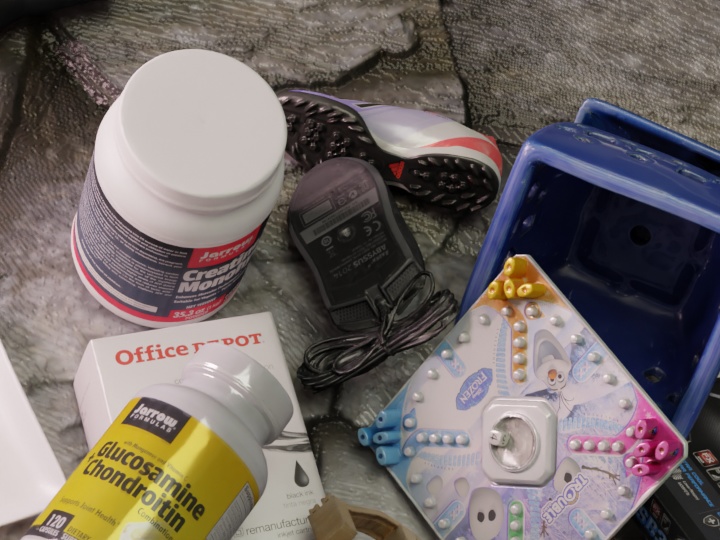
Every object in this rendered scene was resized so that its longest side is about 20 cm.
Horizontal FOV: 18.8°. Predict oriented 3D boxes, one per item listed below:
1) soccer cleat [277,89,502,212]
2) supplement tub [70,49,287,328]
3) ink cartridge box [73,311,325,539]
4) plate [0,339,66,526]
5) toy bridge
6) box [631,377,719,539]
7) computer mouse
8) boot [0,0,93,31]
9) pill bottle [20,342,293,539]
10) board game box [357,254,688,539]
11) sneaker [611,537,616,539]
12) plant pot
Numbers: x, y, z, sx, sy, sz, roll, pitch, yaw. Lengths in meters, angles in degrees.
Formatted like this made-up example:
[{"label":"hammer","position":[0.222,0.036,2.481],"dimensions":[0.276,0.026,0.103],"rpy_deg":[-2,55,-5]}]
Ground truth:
[{"label":"soccer cleat","position":[0.020,-0.107,1.782],"dimensions":[0.198,0.069,0.073],"rpy_deg":[17,35,-3]},{"label":"supplement tub","position":[-0.135,-0.058,1.619],"dimensions":[0.139,0.200,0.141],"rpy_deg":[7,61,-13]},{"label":"ink cartridge box","position":[-0.113,0.144,1.583],"dimensions":[0.145,0.086,0.201],"rpy_deg":[-9,67,-20]},{"label":"plate","position":[-0.336,0.117,1.561],"dimensions":[0.199,0.032,0.200],"rpy_deg":[-19,68,-25]},{"label":"toy bridge","position":[0.033,0.212,1.569],"dimensions":[0.200,0.027,0.067],"rpy_deg":[38,16,-37]},{"label":"box","position":[0.297,0.160,1.667],"dimensions":[0.197,0.050,0.200],"rpy_deg":[-9,38,-22]},{"label":"computer mouse","position":[0.000,0.000,1.697],"dimensions":[0.138,0.053,0.201],"rpy_deg":[-27,52,12]},{"label":"boot","position":[-0.300,-0.284,1.765],"dimensions":[0.167,0.076,0.201],"rpy_deg":[-27,79,-24]},{"label":"pill bottle","position":[-0.132,0.148,1.462],"dimensions":[0.112,0.112,0.200],"rpy_deg":[35,63,4]},{"label":"board game box","position":[0.111,0.125,1.588],"dimensions":[0.026,0.200,0.200],"rpy_deg":[5,41,-55]},{"label":"sneaker","position":[0.205,0.217,1.649],"dimensions":[0.199,0.076,0.116],"rpy_deg":[-5,49,-29]},{"label":"plant pot","position":[0.206,-0.008,1.675],"dimensions":[0.199,0.201,0.180],"rpy_deg":[24,28,11]}]
